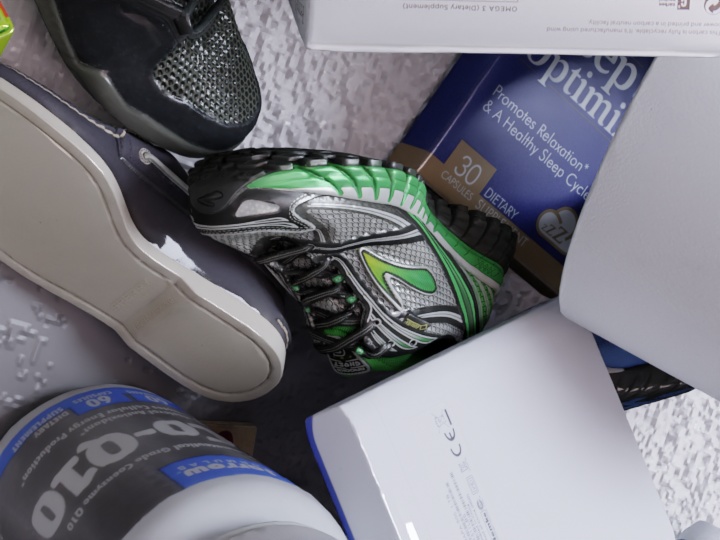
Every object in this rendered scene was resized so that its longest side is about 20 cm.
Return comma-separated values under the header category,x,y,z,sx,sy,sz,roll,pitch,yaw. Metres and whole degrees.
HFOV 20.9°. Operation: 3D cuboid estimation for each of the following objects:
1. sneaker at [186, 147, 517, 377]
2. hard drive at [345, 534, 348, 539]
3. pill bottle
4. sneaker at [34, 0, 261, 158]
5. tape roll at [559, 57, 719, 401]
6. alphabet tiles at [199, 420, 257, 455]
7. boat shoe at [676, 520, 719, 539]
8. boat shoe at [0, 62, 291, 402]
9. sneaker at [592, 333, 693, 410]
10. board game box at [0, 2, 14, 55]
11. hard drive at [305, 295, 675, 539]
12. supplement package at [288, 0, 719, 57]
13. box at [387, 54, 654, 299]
category,x,y,z,sx,sy,sz,roll,pitch,yaw
sneaker,0.000,0.000,0.835,0.200,0.078,0.085,24,75,-49
hard drive,0.077,0.168,0.901,0.200,0.025,0.132,54,53,-18
pill bottle,-0.071,0.123,0.777,0.114,0.200,0.114,-8,106,-28
sneaker,-0.074,-0.131,0.767,0.076,0.114,0.199,-53,127,-43
tape roll,0.194,-0.035,0.857,0.203,0.139,0.203,-53,162,-27
alphabet tiles,-0.108,0.163,0.888,0.167,0.008,0.200,6,99,-31
boat shoe,0.195,0.227,1.044,0.057,0.069,0.200,-29,117,-21
boat shoe,-0.105,-0.025,0.825,0.200,0.073,0.063,43,37,-25
sneaker,0.167,0.020,0.984,0.200,0.076,0.077,-17,84,-23
board game box,-0.239,-0.087,0.704,0.200,0.048,0.102,-27,89,-22
hard drive,0.063,0.095,0.838,0.200,0.025,0.132,-21,89,-55
supplement package,0.050,-0.150,0.762,0.156,0.200,0.111,0,103,-4
box,0.113,-0.097,0.936,0.121,0.032,0.200,38,82,-31
